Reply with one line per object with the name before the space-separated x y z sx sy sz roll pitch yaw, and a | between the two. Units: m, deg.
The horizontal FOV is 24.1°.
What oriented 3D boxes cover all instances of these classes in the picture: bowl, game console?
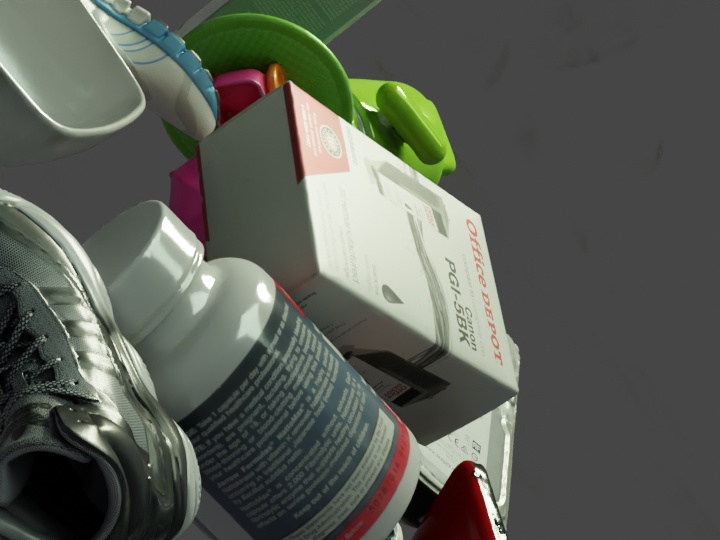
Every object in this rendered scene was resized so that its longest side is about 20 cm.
bowl | -0.223 -0.142 0.962 0.201 0.074 0.200 54 12 -2
game console | 0.090 0.248 1.016 0.118 0.173 0.201 19 27 -20

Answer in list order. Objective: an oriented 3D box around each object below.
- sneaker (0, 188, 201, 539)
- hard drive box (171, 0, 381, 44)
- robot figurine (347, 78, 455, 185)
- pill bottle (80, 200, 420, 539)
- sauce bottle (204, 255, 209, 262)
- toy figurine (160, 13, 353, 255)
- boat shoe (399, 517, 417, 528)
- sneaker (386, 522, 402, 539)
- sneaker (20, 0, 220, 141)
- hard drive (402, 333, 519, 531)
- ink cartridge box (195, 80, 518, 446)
sneaker | -0.146 0.049 0.753 0.201 0.075 0.114 56 11 -4
hard drive box | -0.071 -0.211 1.385 0.077 0.199 0.156 51 14 -13
robot figurine | -0.010 -0.098 1.384 0.199 0.175 0.117 -5 73 -49
pill bottle | -0.071 0.065 0.883 0.200 0.119 0.120 49 14 -23
sauce bottle | -0.082 0.039 1.031 0.200 0.066 0.066 38 20 -50
toy figurine | -0.080 -0.051 1.206 0.185 0.148 0.202 -82 161 -52
boat shoe | 0.009 0.090 1.209 0.202 0.073 0.065 68 -21 7
sneaker | 0.003 0.214 0.912 0.086 0.076 0.201 59 18 -26
sneaker | -0.180 -0.144 1.105 0.200 0.087 0.075 42 -22 -13
hard drive | 0.049 0.086 1.152 0.140 0.038 0.201 41 33 -22
ink cartridge box | 0.000 0.000 1.031 0.199 0.082 0.148 31 39 -43
